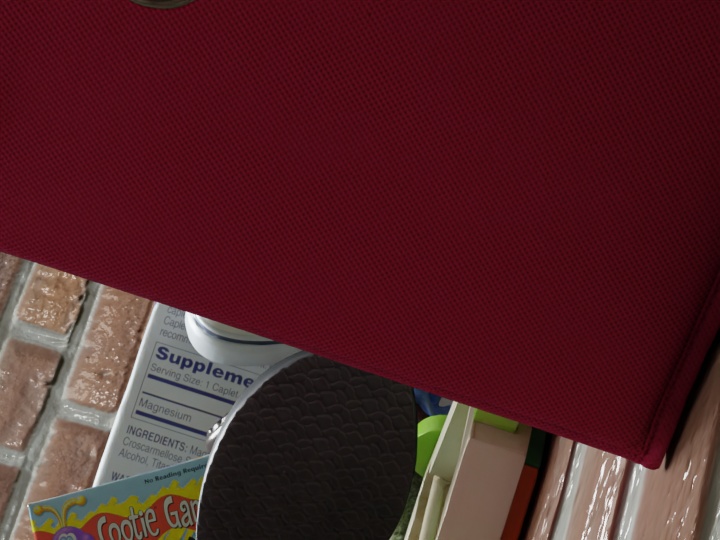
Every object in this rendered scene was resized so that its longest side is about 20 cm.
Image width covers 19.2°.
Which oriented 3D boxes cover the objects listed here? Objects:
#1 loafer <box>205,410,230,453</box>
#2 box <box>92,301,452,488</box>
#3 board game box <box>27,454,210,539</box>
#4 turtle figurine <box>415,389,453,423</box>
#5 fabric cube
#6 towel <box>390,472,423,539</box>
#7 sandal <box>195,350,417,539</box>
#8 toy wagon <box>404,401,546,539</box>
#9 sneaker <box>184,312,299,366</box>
[{"bbox_3d":[-0.021,0.098,1.015,0.073,0.071,0.200,-40,-12,6],"label":"loafer"},{"bbox_3d":[-0.057,0.132,1.211,0.105,0.183,0.201,105,-177,-75],"label":"box"},{"bbox_3d":[-0.088,0.205,1.059,0.103,0.104,0.201,85,170,-78],"label":"board game box"},{"bbox_3d":[0.020,-0.025,1.039,0.144,0.200,0.194,-38,0,6],"label":"turtle figurine"},{"bbox_3d":[0.020,-0.103,0.551,0.200,0.198,0.197,-73,2,-57],"label":"fabric cube"},{"bbox_3d":[0.008,0.178,0.990,0.200,0.036,0.149,-74,3,-68],"label":"towel"},{"bbox_3d":[-0.032,0.115,0.821,0.043,0.076,0.201,-81,9,-72],"label":"sandal"},{"bbox_3d":[0.040,0.081,0.803,0.156,0.039,0.201,-74,2,-48],"label":"toy wagon"},{"bbox_3d":[-0.006,-0.012,1.176,0.073,0.199,0.071,53,154,31],"label":"sneaker"}]
